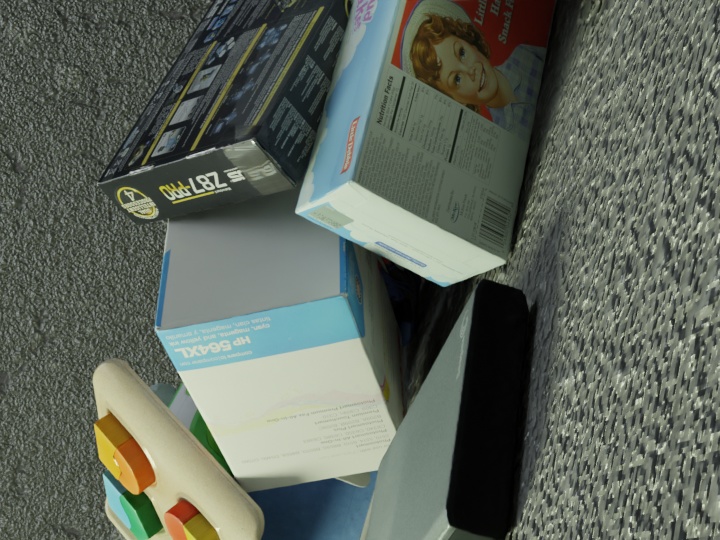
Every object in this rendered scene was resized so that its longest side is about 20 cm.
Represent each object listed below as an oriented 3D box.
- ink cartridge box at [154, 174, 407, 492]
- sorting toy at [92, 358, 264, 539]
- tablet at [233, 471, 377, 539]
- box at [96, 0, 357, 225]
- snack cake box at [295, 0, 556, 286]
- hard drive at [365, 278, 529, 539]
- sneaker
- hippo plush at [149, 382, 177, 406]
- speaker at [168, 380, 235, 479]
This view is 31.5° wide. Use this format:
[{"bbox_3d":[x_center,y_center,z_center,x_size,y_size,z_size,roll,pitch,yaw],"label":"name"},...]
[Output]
[{"bbox_3d":[-0.044,0.050,0.871,0.129,0.124,0.201,-92,-12,-46],"label":"ink cartridge box"},{"bbox_3d":[-0.144,0.186,0.961,0.036,0.185,0.201,-31,-30,-31],"label":"sorting toy"},{"bbox_3d":[-0.055,0.211,0.994,0.014,0.129,0.202,7,-80,-60],"label":"tablet"},{"bbox_3d":[-0.070,-0.128,0.842,0.160,0.049,0.201,-12,43,44],"label":"box"},{"bbox_3d":[0.044,-0.107,0.777,0.067,0.114,0.202,-24,47,55],"label":"snack cake box"},{"bbox_3d":[0.040,0.117,0.682,0.201,0.033,0.140,113,171,-52],"label":"hard drive"},{"bbox_3d":[0.000,0.000,0.962,0.200,0.075,0.079,38,-144,-54],"label":"sneaker"},{"bbox_3d":[-0.139,0.137,1.230,0.200,0.159,0.160,55,-154,-51],"label":"hippo plush"},{"bbox_3d":[-0.108,0.101,1.075,0.201,0.088,0.089,-63,-1,-28],"label":"speaker"}]
